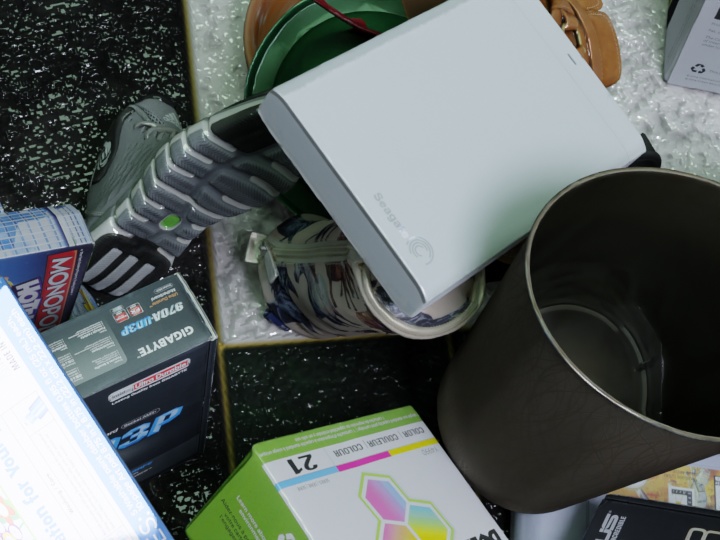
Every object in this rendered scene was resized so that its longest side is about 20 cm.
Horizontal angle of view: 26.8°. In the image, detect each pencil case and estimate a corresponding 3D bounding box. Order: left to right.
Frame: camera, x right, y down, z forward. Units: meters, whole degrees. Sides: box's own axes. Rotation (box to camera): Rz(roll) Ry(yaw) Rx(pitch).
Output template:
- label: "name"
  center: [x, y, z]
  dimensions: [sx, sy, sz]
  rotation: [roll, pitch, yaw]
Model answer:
- label: "pencil case"
  center: [0.000, 0.000, 0.873]
  dimensions: [0.088, 0.200, 0.079]
  rotation: [8, 85, -20]

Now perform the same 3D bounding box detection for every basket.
- label: "basket"
  center: [0.129, 0.052, 0.807]
  dimensions: [0.178, 0.200, 0.138]
  rotation: [12, 65, -15]

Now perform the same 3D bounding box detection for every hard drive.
- label: "hard drive"
  center: [0.055, -0.075, 0.811]
  dimensions: [0.199, 0.026, 0.132]
  rotation: [-32, 83, -39]

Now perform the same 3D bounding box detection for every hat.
- label: "hat"
  center: [0.003, -0.106, 0.899]
  dimensions: [0.197, 0.176, 0.168]
  rotation: [12, 89, -3]

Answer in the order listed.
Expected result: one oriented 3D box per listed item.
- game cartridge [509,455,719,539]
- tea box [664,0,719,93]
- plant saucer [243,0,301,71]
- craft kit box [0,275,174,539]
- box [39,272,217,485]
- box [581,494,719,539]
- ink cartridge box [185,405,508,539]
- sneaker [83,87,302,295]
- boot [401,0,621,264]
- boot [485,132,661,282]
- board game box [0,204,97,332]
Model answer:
- label: "game cartridge"
  center: [0.186, 0.171, 0.894]
  dimensions: [0.197, 0.042, 0.135]
  rotation: [8, 55, -4]
- label: "tea box"
  center: [0.337, -0.228, 1.090]
  dimensions: [0.197, 0.134, 0.199]
  rotation: [13, 60, -1]
- label: "plant saucer"
  center: [0.016, -0.150, 1.055]
  dimensions: [0.197, 0.038, 0.202]
  rotation: [4, 59, -7]
- label: "craft kit box"
  center: [-0.195, 0.140, 0.697]
  dimensions: [0.197, 0.048, 0.201]
  rotation: [-35, 100, -22]
- label: "box"
  center: [-0.176, 0.094, 0.813]
  dimensions: [0.198, 0.160, 0.046]
  rotation: [-25, 67, -22]
- label: "box"
  center: [0.159, 0.216, 0.766]
  dimensions: [0.159, 0.044, 0.201]
  rotation: [3, 50, 43]
- label: "ink cartridge box"
  center: [0.023, 0.182, 0.802]
  dimensions: [0.147, 0.076, 0.201]
  rotation: [-7, 54, -53]
- label: "sneaker"
  center: [-0.107, -0.080, 0.927]
  dimensions: [0.075, 0.199, 0.117]
  rotation: [33, 35, -40]
- label: "boot"
  center: [0.108, -0.109, 0.942]
  dimensions: [0.154, 0.076, 0.202]
  rotation: [-9, 74, -47]
- label: "boot"
  center: [0.144, 0.005, 0.957]
  dimensions: [0.209, 0.080, 0.159]
  rotation: [-19, 64, -19]
- label: "board game box"
  center: [-0.223, 0.027, 0.850]
  dimensions: [0.198, 0.201, 0.062]
  rotation: [-13, 62, -31]
